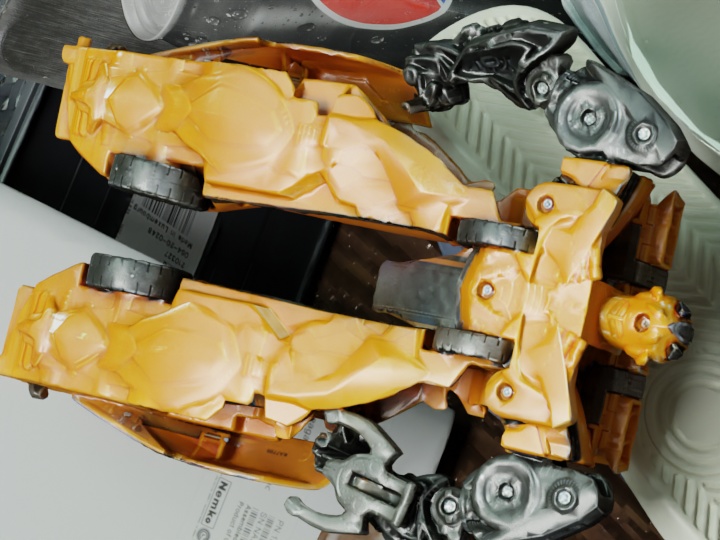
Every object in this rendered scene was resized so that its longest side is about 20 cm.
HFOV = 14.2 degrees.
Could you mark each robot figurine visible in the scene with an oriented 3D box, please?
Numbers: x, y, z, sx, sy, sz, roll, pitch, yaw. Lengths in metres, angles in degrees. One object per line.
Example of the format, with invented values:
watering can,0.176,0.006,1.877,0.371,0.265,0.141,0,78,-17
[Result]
robot figurine,0.000,0.000,0.776,0.199,0.058,0.146,11,86,27

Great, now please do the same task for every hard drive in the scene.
hard drive,-0.083,0.060,0.850,0.133,0.199,0.026,-68,15,-16

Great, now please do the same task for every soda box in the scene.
soda box,-0.018,-0.083,0.872,0.071,0.199,0.064,-55,35,37

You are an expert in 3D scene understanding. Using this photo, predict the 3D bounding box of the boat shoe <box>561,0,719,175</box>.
boat shoe,0.095,-0.089,0.847,0.070,0.072,0.201,-30,58,-2

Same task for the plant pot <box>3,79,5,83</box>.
plant pot,-0.250,-0.083,1.105,0.200,0.200,0.177,-40,23,16

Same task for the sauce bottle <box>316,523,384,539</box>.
sauce bottle,-0.032,0.164,0.802,0.064,0.065,0.201,8,58,45

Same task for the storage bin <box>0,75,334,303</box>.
storage bin,-0.095,-0.011,0.948,0.093,0.135,0.201,5,67,46

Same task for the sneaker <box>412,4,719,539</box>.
sneaker,0.080,0.019,0.826,0.075,0.085,0.201,-24,65,-13
